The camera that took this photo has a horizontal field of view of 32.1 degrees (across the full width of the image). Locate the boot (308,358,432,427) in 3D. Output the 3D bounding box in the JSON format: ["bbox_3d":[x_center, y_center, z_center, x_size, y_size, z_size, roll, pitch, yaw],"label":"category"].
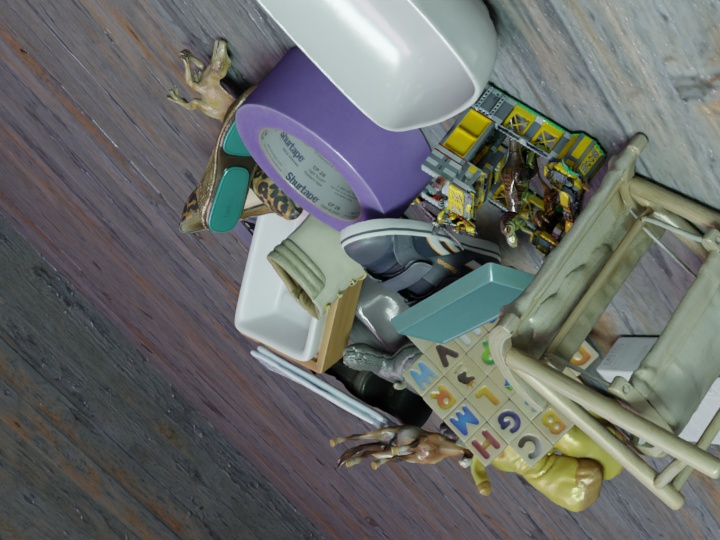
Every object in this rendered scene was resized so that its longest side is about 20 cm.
[{"bbox_3d":[-0.003,0.133,1.663,0.173,0.070,0.200,25,175,40],"label":"boot"}]

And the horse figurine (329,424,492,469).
[{"bbox_3d":[0.049,0.217,1.521,0.199,0.132,0.050,-9,86,56],"label":"horse figurine"}]

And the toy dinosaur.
[{"bbox_3d":[-0.168,-0.195,1.449,0.101,0.058,0.200,30,160,23],"label":"toy dinosaur"}]

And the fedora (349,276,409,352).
[{"bbox_3d":[0.030,0.054,1.599,0.176,0.090,0.200,24,157,39],"label":"fedora"}]

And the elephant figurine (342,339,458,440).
[{"bbox_3d":[0.107,0.123,1.518,0.141,0.155,0.200,32,168,49],"label":"elephant figurine"}]

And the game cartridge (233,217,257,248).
[{"bbox_3d":[-0.136,-0.045,1.793,0.129,0.038,0.200,23,156,52],"label":"game cartridge"}]

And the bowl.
[{"bbox_3d":[0.016,-0.214,1.005,0.200,0.075,0.200,44,163,-15],"label":"bowl"}]

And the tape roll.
[{"bbox_3d":[-0.027,-0.127,1.287,0.199,0.085,0.200,35,161,14],"label":"tape roll"}]

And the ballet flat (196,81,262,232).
[{"bbox_3d":[-0.142,-0.138,1.403,0.070,0.201,0.065,7,-147,-35],"label":"ballet flat"}]

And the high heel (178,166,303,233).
[{"bbox_3d":[-0.142,-0.065,1.481,0.071,0.142,0.200,46,-179,-32],"label":"high heel"}]

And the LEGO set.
[{"bbox_3d":[0.123,-0.056,1.098,0.153,0.116,0.200,37,163,8],"label":"LEGO set"}]

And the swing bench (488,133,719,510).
[{"bbox_3d":[0.230,0.040,0.985,0.199,0.199,0.130,35,162,13],"label":"swing bench"}]

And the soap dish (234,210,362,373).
[{"bbox_3d":[-0.067,0.005,1.538,0.157,0.202,0.081,21,-168,41],"label":"soap dish"}]

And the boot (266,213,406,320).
[{"bbox_3d":[0.000,0.000,1.422,0.200,0.155,0.072,46,161,-22],"label":"boot"}]

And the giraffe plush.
[{"bbox_3d":[0.198,0.147,1.391,0.198,0.173,0.163,1,129,12],"label":"giraffe plush"}]

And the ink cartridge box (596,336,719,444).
[{"bbox_3d":[0.331,0.117,1.219,0.109,0.050,0.200,45,161,-16],"label":"ink cartridge box"}]

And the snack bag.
[{"bbox_3d":[-0.043,0.158,1.624,0.187,0.022,0.200,28,174,11],"label":"snack bag"}]

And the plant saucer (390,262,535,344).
[{"bbox_3d":[0.103,0.037,1.223,0.069,0.019,0.200,15,156,-22],"label":"plant saucer"}]

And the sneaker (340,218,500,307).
[{"bbox_3d":[0.068,0.001,1.267,0.199,0.080,0.078,11,157,-34],"label":"sneaker"}]

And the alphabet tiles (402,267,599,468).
[{"bbox_3d":[0.146,0.100,1.317,0.200,0.166,0.006,46,178,20],"label":"alphabet tiles"}]
